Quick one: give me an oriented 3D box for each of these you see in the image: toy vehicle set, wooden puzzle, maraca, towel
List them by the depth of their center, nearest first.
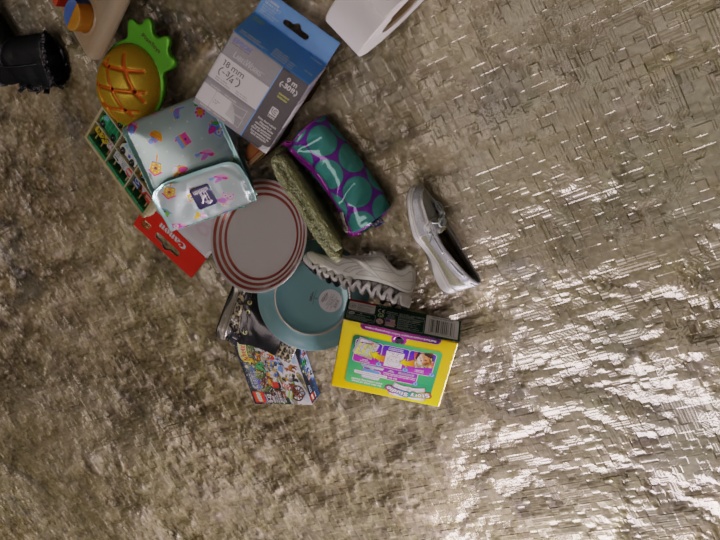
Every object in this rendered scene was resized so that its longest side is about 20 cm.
[{"bbox_3d":[-0.086,-0.113,1.540,0.036,0.148,0.200,-31,103,7],"label":"towel"},{"bbox_3d":[-0.464,-0.483,1.545,0.200,0.046,0.185,54,129,17],"label":"wooden puzzle"},{"bbox_3d":[-0.382,-0.335,1.584,0.137,0.107,0.200,42,124,5],"label":"maraca"},{"bbox_3d":[-0.415,-0.211,1.687,0.200,0.026,0.124,52,127,12],"label":"toy vehicle set"}]

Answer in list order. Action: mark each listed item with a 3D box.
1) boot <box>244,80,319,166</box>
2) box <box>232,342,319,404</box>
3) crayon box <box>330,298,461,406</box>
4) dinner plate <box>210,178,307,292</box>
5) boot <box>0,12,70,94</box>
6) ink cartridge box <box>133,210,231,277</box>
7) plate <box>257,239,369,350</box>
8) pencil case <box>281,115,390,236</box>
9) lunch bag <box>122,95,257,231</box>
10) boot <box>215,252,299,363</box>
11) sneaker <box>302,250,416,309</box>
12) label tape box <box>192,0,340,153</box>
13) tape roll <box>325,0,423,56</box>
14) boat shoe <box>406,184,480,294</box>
[{"bbox_3d":[-0.177,-0.284,1.525,0.155,0.077,0.200,38,125,1],"label":"boot"},{"bbox_3d":[-0.171,0.167,1.804,0.136,0.038,0.201,-5,114,28],"label":"box"},{"bbox_3d":[0.059,0.146,1.616,0.199,0.058,0.173,12,133,1],"label":"crayon box"},{"bbox_3d":[-0.175,-0.060,1.626,0.200,0.024,0.201,-3,83,27],"label":"dinner plate"},{"bbox_3d":[-0.624,-0.414,1.683,0.162,0.073,0.199,7,127,26],"label":"boot"},{"bbox_3d":[-0.339,-0.086,1.741,0.163,0.057,0.200,43,123,-1],"label":"ink cartridge box"},{"bbox_3d":[-0.084,0.046,1.637,0.199,0.026,0.201,0,97,0],"label":"plate"},{"bbox_3d":[-0.035,-0.152,1.521,0.200,0.092,0.085,54,158,-7],"label":"pencil case"},{"bbox_3d":[-0.281,-0.180,1.564,0.170,0.122,0.201,-21,99,1],"label":"lunch bag"},{"bbox_3d":[-0.160,0.055,1.690,0.153,0.073,0.204,23,90,-1],"label":"boot"},{"bbox_3d":[0.000,0.000,1.586,0.199,0.075,0.081,20,85,-1],"label":"sneaker"},{"bbox_3d":[-0.147,-0.307,1.439,0.144,0.063,0.200,35,113,-3],"label":"label tape box"},{"bbox_3d":[0.045,-0.390,1.276,0.071,0.202,0.202,47,127,-4],"label":"tape roll"},{"bbox_3d":[0.132,-0.053,1.508,0.065,0.074,0.202,-14,114,26],"label":"boat shoe"}]
